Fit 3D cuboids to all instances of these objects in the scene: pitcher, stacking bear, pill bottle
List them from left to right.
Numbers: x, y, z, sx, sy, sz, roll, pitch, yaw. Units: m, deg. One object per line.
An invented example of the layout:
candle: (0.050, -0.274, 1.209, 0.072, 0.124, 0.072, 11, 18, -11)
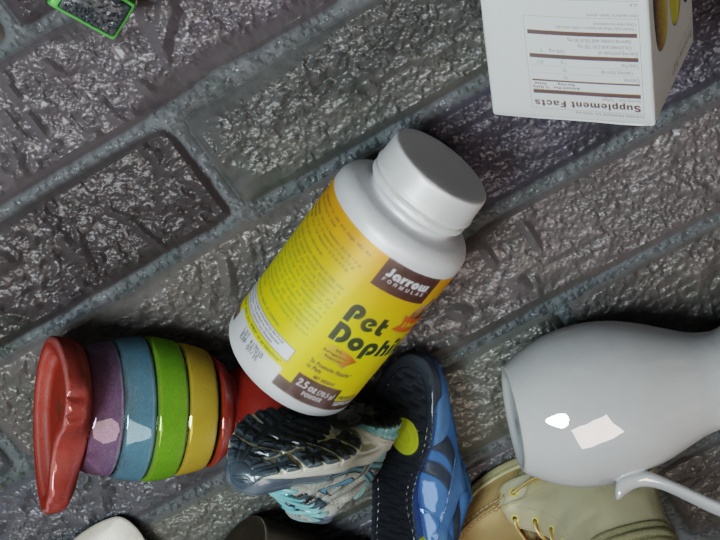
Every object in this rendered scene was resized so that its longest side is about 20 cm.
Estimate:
stacking bear: (-0.135, 0.106, 1.164, 0.198, 0.114, 0.123, 3, 124, -22)
pill bottle: (0.000, 0.000, 1.105, 0.108, 0.110, 0.201, 27, 117, -23)
pitcher: (0.216, 0.117, 1.177, 0.197, 0.173, 0.122, -10, 153, -2)

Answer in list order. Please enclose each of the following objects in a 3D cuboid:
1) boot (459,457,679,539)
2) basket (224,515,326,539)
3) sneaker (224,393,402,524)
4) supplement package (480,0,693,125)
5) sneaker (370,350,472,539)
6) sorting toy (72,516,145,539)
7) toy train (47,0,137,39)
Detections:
boot: (0.158, 0.218, 1.244, 0.199, 0.156, 0.073, -31, 124, 17)
basket: (-0.027, 0.295, 1.293, 0.199, 0.137, 0.181, 32, 115, -21)
sneaker: (-0.034, 0.148, 1.135, 0.077, 0.199, 0.087, 24, 104, 26)
supplement package: (0.138, -0.205, 0.962, 0.108, 0.114, 0.202, 7, 129, 24)
sneaker: (0.053, 0.154, 1.250, 0.078, 0.065, 0.203, -18, 115, -43)
sorting toy: (-0.216, 0.299, 1.308, 0.180, 0.107, 0.200, -48, 118, 2)
toy train: (-0.226, -0.206, 0.971, 0.198, 0.057, 0.042, 27, 118, -23)
